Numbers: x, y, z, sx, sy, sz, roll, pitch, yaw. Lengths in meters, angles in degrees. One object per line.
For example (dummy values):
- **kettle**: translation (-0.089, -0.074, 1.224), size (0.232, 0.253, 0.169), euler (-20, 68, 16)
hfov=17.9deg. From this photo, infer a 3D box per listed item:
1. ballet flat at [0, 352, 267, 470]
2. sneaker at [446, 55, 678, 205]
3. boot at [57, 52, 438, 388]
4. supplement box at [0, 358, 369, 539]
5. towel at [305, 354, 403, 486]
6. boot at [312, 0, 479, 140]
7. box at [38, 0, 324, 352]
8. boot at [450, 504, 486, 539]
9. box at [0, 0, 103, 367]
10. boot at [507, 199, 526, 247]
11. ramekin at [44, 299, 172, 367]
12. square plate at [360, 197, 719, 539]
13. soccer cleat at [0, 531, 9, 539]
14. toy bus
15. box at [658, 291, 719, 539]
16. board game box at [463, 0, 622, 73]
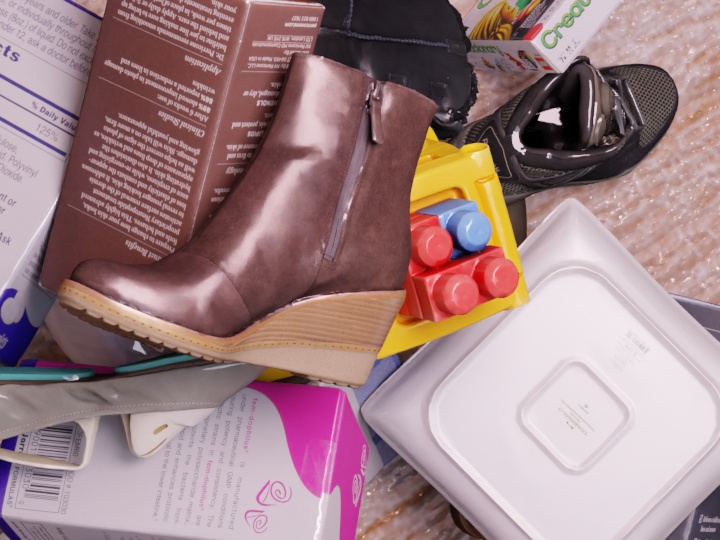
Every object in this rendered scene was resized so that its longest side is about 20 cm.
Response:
- **ballet flat**: translation (-0.143, 0.079, 1.300), size (0.199, 0.067, 0.064), euler (-6, 91, 6)
- **sneaker**: translation (0.160, -0.102, 1.525), size (0.199, 0.114, 0.076), euler (-18, 85, -37)
- **boot**: translation (-0.056, -0.034, 1.196), size (0.200, 0.072, 0.167), euler (13, 89, -34)
- **supplement box**: translation (-0.104, 0.124, 1.355), size (0.199, 0.103, 0.102), euler (5, 66, 13)
- **towel**: translation (-0.044, 0.131, 1.482), size (0.200, 0.024, 0.147), euler (-42, 148, -13)
- **boot**: translation (-0.006, -0.173, 1.480), size (0.162, 0.073, 0.199), euler (4, 71, -37)
- **box**: translation (-0.099, -0.066, 1.251), size (0.075, 0.100, 0.201), euler (-3, 114, -54)
- **boot**: translation (0.132, 0.097, 1.568), size (0.073, 0.075, 0.201), euler (24, 85, -21)
- **box**: translation (-0.237, -0.076, 1.334), size (0.184, 0.105, 0.200), euler (29, 84, 11)
- **boot**: translation (0.103, 0.027, 1.527), size (0.075, 0.097, 0.201), euler (9, 85, -31)
- **ramekin**: translation (-0.101, -0.009, 1.445), size (0.200, 0.098, 0.201), euler (-3, 97, -23)
- **square plate**: translation (0.135, 0.090, 1.453), size (0.200, 0.028, 0.198), euler (45, 92, 4)
- **soccer cleat**: translation (-0.164, 0.136, 1.451), size (0.200, 0.069, 0.078), euler (-36, 105, -13)
- **toy bus**: translation (0.000, 0.000, 1.332), size (0.199, 0.192, 0.136), euler (-20, 105, -20)
- **box**: translation (0.206, 0.118, 1.547), size (0.148, 0.107, 0.201), euler (17, 88, -66)
- **board game box**: translation (0.154, -0.215, 1.517), size (0.035, 0.126, 0.200), euler (44, 78, -21)
